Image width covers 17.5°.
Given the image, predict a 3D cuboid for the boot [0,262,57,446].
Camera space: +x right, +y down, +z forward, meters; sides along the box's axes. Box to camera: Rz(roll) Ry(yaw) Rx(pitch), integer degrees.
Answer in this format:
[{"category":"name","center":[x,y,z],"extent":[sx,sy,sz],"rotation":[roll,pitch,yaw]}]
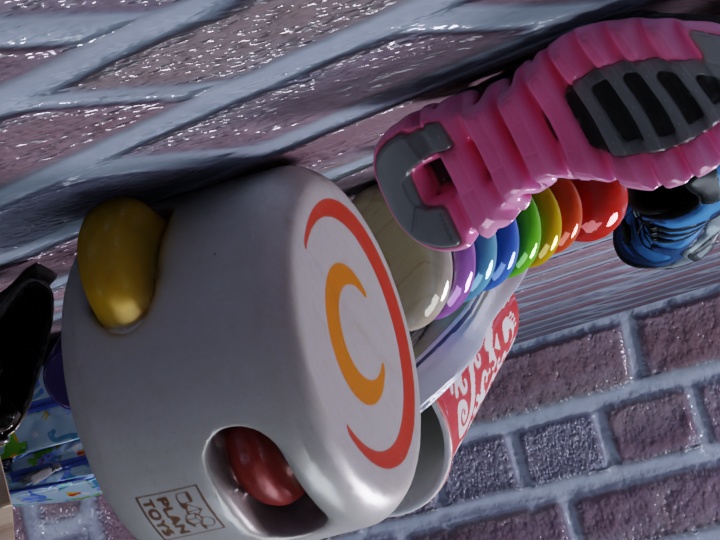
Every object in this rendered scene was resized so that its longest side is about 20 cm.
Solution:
[{"category":"boot","center":[-0.247,0.094,1.300],"extent":[0.069,0.202,0.173],"rotation":[29,156,-30]}]

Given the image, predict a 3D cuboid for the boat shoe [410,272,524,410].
[{"category":"boat shoe","center":[0.040,0.030,1.423],"extent":[0.072,0.062,0.200],"rotation":[-44,-175,35]}]

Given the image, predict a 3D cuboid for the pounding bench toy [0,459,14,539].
[{"category":"pounding bench toy","center":[-0.301,0.159,1.480],"extent":[0.155,0.202,0.124],"rotation":[-14,163,-12]}]

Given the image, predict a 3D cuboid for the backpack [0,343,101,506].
[{"category":"backpack","center":[-0.228,0.115,1.771],"extent":[0.199,0.155,0.163],"rotation":[-28,167,5]}]

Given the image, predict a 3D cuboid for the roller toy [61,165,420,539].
[{"category":"roller toy","center":[-0.063,0.050,1.169],"extent":[0.139,0.184,0.200],"rotation":[-15,175,19]}]

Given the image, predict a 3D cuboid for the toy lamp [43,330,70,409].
[{"category":"toy lamp","center":[-0.129,0.038,1.356],"extent":[0.058,0.059,0.200],"rotation":[-16,-172,21]}]

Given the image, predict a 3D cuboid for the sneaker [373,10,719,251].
[{"category":"sneaker","center":[0.101,-0.073,1.029],"extent":[0.199,0.080,0.095],"rotation":[-15,-167,37]}]

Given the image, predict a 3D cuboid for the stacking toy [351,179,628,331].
[{"category":"stacking toy","center":[0.083,-0.026,1.388],"extent":[0.199,0.086,0.085],"rotation":[-16,177,-41]}]

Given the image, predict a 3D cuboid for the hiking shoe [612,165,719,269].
[{"category":"hiking shoe","center":[0.200,-0.053,1.503],"extent":[0.086,0.075,0.200],"rotation":[-4,161,-23]}]

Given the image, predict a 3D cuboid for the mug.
[{"category":"mug","center":[0.023,0.055,1.712],"extent":[0.133,0.178,0.200],"rotation":[-39,-174,34]}]
